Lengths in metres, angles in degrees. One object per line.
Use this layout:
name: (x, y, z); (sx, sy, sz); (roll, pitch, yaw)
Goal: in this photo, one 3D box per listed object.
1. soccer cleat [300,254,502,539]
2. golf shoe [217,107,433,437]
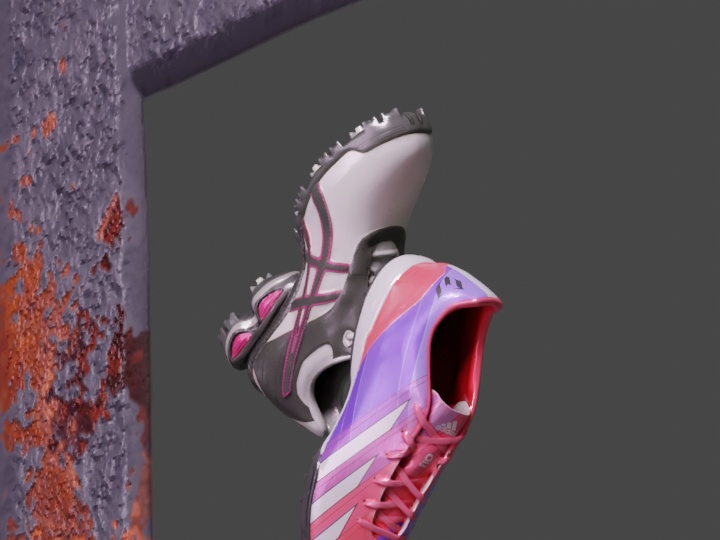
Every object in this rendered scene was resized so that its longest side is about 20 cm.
soccer cleat: (0.022, 0.094, 1.529); (0.073, 0.068, 0.201); (17, 93, 47)
golf shoe: (0.000, 0.000, 1.582); (0.088, 0.077, 0.200); (49, 127, 30)
